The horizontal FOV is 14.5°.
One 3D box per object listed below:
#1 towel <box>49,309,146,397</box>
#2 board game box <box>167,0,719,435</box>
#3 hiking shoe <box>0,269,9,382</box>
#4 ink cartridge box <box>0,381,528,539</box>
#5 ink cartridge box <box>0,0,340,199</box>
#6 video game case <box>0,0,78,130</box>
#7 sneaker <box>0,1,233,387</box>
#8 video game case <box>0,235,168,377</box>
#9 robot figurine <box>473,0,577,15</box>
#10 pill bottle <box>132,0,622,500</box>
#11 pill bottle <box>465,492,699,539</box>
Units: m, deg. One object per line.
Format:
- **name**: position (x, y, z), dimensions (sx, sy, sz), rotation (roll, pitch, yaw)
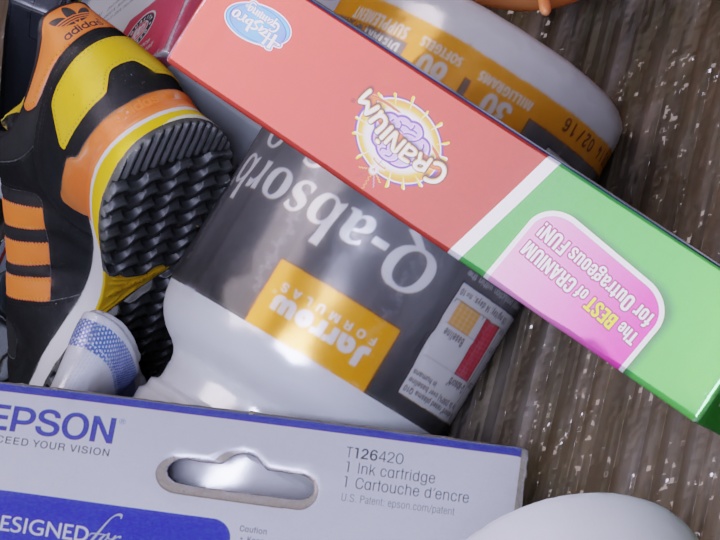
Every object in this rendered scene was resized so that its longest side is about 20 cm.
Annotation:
- **towel**: position (-0.124, 0.121, 1.053), dimensions (0.147, 0.024, 0.200), rotation (90, -159, -71)
- **board game box**: position (0.053, -0.014, 0.877), dimensions (0.200, 0.153, 0.040), rotation (35, 93, 23)
- **hiking shoe**: position (-0.202, 0.063, 1.207), dimensions (0.200, 0.074, 0.087), rotation (-25, 3, 1)
- **ink cartridge box**: position (-0.051, 0.142, 0.941), dimensions (0.047, 0.198, 0.200), rotation (94, -175, -56)
- **ink cartridge box**: position (-0.056, -0.113, 1.178), dimensions (0.145, 0.083, 0.200), rotation (-33, 31, 49)
- **video game case**: position (-0.122, -0.160, 1.302), dimensions (0.200, 0.025, 0.181), rotation (117, 173, -71)
- **sneaker**: position (-0.107, -0.021, 1.097), dimensions (0.090, 0.070, 0.200), rotation (54, 148, 22)
- **video game case**: position (-0.107, 0.007, 1.248), dimensions (0.200, 0.017, 0.143), rotation (3, 66, 52)
- **robot figurine**: position (0.071, -0.182, 1.078), dimensions (0.117, 0.144, 0.200), rotation (-17, 39, 52)
- **pill bottle**: position (0.000, 0.000, 1.035), dimensions (0.200, 0.116, 0.116), rotation (-59, 34, -3)
- **pill bottle**: position (0.082, 0.165, 0.804), dimensions (0.114, 0.114, 0.200), rotation (-43, 37, 20)
